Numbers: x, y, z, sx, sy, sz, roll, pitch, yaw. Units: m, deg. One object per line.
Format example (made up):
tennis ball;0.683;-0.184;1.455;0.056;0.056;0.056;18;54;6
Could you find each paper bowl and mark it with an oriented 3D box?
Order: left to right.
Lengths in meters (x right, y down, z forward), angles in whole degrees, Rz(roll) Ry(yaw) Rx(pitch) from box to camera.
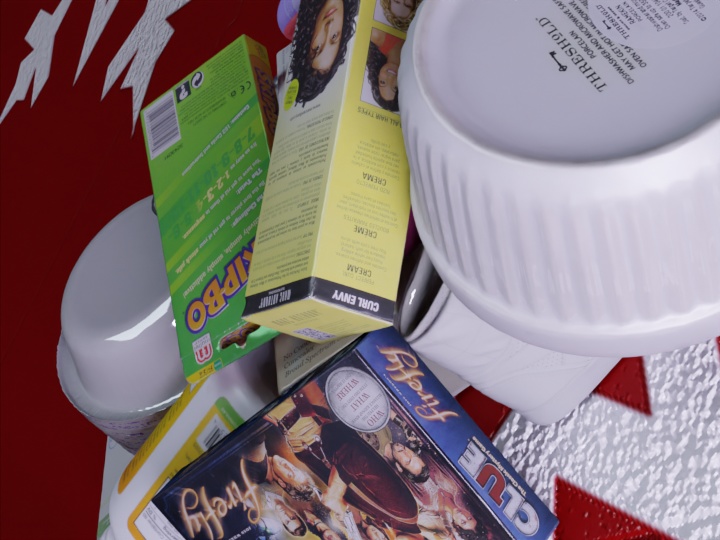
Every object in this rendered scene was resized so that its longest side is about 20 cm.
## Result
paper bowl;-0.129;0.025;1.040;0.200;0.104;0.201;-22;45;23

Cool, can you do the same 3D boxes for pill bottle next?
pill bottle;-0.090;0.138;0.937;0.200;0.111;0.111;-52;30;25

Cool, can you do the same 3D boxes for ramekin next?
ramekin;0.109;-0.073;0.645;0.199;0.105;0.201;-9;52;12

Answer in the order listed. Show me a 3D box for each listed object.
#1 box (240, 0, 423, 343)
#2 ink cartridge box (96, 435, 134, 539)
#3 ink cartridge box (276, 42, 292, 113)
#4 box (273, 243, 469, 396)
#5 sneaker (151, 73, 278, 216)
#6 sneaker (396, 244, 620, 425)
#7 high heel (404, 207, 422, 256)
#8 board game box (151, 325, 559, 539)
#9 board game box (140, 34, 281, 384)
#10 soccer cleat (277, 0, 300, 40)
box;-0.007;-0.069;0.737;0.075;0.050;0.201;-19;58;57
ink cartridge box;-0.142;0.097;1.143;0.145;0.048;0.201;-43;36;38
ink cartridge box;0.036;-0.160;0.917;0.200;0.050;0.161;-35;19;9
box;0.000;0.000;0.907;0.095;0.078;0.201;-36;37;21
sneaker;-0.060;-0.081;1.011;0.200;0.087;0.074;-39;-1;-37
sneaker;0.101;-0.019;0.718;0.200;0.115;0.074;-54;27;19
high heel;0.021;-0.102;0.794;0.067;0.096;0.201;19;109;28
board game box;-0.010;0.126;0.781;0.200;0.136;0.035;-39;3;42
board game box;-0.080;-0.036;0.886;0.095;0.030;0.201;-31;54;28
soccer cleat;0.011;-0.217;0.846;0.077;0.067;0.200;51;120;14
